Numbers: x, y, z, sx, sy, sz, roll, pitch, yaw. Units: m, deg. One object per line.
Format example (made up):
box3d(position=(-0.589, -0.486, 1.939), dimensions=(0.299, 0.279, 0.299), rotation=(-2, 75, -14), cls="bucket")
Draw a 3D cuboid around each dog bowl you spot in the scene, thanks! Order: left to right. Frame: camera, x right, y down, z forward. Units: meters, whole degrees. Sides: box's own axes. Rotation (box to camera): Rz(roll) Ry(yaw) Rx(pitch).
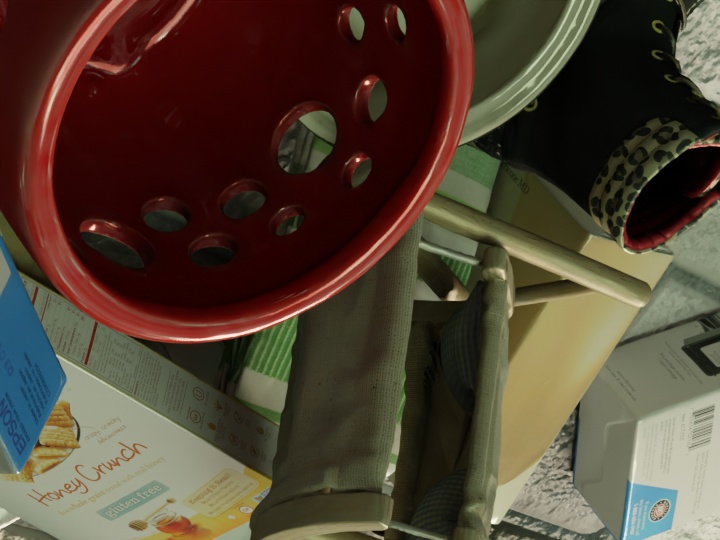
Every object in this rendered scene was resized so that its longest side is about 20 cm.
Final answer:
box3d(position=(0.025, -0.159, 1.167), dimensions=(0.200, 0.074, 0.200), rotation=(-17, 128, -23), cls="dog bowl")

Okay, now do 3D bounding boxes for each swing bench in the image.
box3d(position=(0.032, 0.065, 1.177), dimensions=(0.130, 0.199, 0.200), rotation=(-12, 149, 40), cls="swing bench")

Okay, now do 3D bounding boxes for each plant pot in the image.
box3d(position=(-0.080, -0.097, 0.988), dimensions=(0.200, 0.183, 0.201), rotation=(-17, 128, -23), cls="plant pot")

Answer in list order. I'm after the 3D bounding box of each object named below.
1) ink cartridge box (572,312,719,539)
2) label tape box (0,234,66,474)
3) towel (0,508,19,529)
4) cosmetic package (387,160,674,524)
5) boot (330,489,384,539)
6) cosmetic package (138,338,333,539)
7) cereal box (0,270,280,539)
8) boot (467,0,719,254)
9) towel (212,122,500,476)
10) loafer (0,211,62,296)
box3d(position=(0.242, 0.088, 1.537), dimensions=(0.200, 0.068, 0.116), rotation=(-17, 133, -21), cls="ink cartridge box")
box3d(position=(-0.244, 0.015, 1.016), dimensions=(0.200, 0.063, 0.144), rotation=(2, 135, 21), cls="label tape box")
box3d(position=(-0.254, 0.113, 1.266), dimensions=(0.200, 0.024, 0.147), rotation=(-26, 135, -11), cls="towel")
box3d(position=(0.080, 0.036, 1.362), dimensions=(0.071, 0.105, 0.200), rotation=(12, 117, -39), cls="cosmetic package")
box3d(position=(-0.059, 0.189, 1.319), dimensions=(0.200, 0.069, 0.174), rotation=(18, 114, -50), cls="boot")
box3d(position=(-0.081, 0.125, 1.348), dimensions=(0.113, 0.081, 0.200), rotation=(-2, 128, -32), cls="cosmetic package")
box3d(position=(-0.148, 0.078, 1.194), dimensions=(0.200, 0.040, 0.144), rotation=(32, 139, -27), cls="cereal box")
box3d(position=(0.163, -0.106, 1.251), dimensions=(0.204, 0.154, 0.074), rotation=(-40, 135, -7), cls="boot")
box3d(position=(0.000, 0.000, 1.269), dimensions=(0.152, 0.023, 0.200), rotation=(23, 80, -43), cls="towel")
box3d(position=(-0.171, -0.049, 1.142), dimensions=(0.067, 0.076, 0.200), rotation=(-30, 137, 1), cls="loafer")
